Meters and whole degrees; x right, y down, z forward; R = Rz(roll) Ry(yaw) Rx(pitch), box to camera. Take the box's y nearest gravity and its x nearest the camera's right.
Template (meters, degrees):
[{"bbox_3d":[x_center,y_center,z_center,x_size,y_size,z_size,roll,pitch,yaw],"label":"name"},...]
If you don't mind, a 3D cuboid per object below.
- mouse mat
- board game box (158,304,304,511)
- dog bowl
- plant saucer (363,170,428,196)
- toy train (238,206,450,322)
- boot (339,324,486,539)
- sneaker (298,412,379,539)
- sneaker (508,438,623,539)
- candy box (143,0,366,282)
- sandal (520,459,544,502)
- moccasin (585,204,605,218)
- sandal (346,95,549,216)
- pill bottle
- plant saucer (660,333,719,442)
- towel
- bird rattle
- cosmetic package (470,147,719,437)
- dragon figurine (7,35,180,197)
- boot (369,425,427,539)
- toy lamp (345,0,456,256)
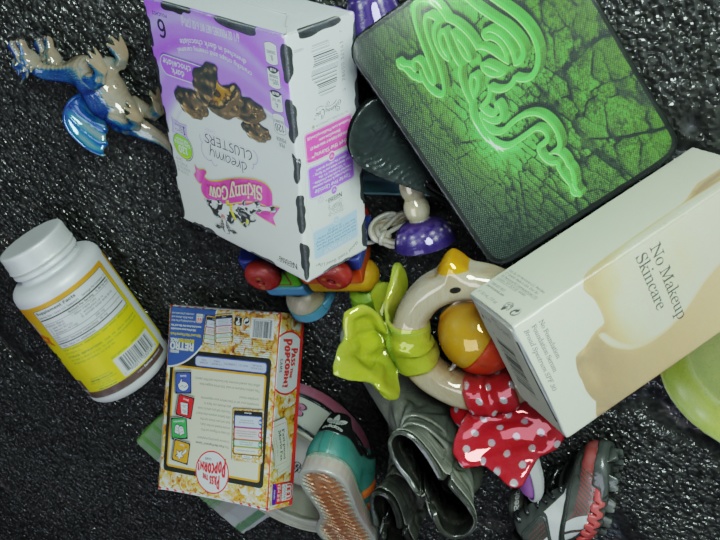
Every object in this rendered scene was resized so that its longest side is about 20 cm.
[{"bbox_3d":[0.109,-0.120,0.651,0.161,0.008,0.200,-34,104,10],"label":"mouse mat"},{"bbox_3d":[-0.139,0.141,0.992,0.151,0.046,0.201,3,88,31],"label":"board game box"},{"bbox_3d":[-0.076,0.211,1.083,0.199,0.074,0.201,17,134,18],"label":"dog bowl"},{"bbox_3d":[-0.026,-0.100,0.814,0.199,0.019,0.070,5,130,30],"label":"plant saucer"},{"bbox_3d":[0.000,0.000,0.854,0.199,0.085,0.116,-1,143,23],"label":"toy train"},{"bbox_3d":[0.045,0.125,0.810,0.068,0.131,0.200,-37,89,14],"label":"boot"},{"bbox_3d":[-0.010,0.224,0.966,0.071,0.080,0.200,8,141,17],"label":"sneaker"},{"bbox_3d":[0.200,0.231,0.932,0.097,0.071,0.201,20,137,12],"label":"sneaker"},{"bbox_3d":[-0.081,-0.115,0.744,0.167,0.071,0.201,25,132,38],"label":"candy box"},{"bbox_3d":[0.125,0.134,0.884,0.050,0.083,0.203,-20,112,-3],"label":"sandal"},{"bbox_3d":[0.171,0.023,0.773,0.068,0.080,0.200,32,123,7],"label":"moccasin"},{"bbox_3d":[0.086,-0.071,0.691,0.199,0.048,0.076,14,105,-15],"label":"sandal"},{"bbox_3d":[-0.312,0.044,1.053,0.109,0.109,0.200,-10,121,37],"label":"pill bottle"},{"bbox_3d":[0.340,0.076,0.736,0.199,0.031,0.201,17,134,18],"label":"plant saucer"},{"bbox_3d":[-0.192,0.256,1.236,0.200,0.031,0.149,43,135,-6],"label":"towel"},{"bbox_3d":[0.084,0.071,0.725,0.200,0.113,0.163,36,127,3],"label":"bird rattle"},{"bbox_3d":[0.189,0.012,0.651,0.105,0.200,0.071,59,174,-25],"label":"cosmetic package"},{"bbox_3d":[-0.236,-0.149,0.869,0.099,0.059,0.200,-23,113,43],"label":"dragon figurine"},{"bbox_3d":[0.048,0.178,0.923,0.067,0.131,0.201,5,130,27],"label":"boot"},{"bbox_3d":[0.029,-0.112,0.720,0.058,0.058,0.201,-3,111,33],"label":"toy lamp"}]
